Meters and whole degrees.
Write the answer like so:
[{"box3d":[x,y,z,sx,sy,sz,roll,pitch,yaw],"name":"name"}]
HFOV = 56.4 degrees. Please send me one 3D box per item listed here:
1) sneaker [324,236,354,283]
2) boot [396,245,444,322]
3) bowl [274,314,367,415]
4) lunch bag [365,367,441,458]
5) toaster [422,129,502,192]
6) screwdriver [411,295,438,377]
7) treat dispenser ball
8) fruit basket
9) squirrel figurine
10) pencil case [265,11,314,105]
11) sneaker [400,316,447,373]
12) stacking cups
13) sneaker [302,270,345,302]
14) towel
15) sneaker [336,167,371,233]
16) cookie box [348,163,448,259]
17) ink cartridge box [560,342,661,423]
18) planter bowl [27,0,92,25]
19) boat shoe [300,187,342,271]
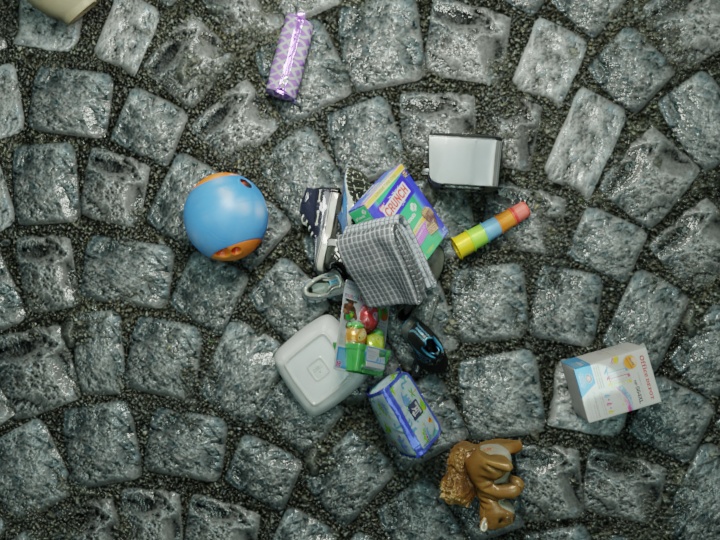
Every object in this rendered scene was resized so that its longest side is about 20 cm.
[{"box3d":[0.000,0.000,1.575,0.196,0.067,0.093,22,71,-7],"name":"sneaker"},{"box3d":[0.146,0.031,1.584,0.066,0.131,0.204,27,91,2],"name":"boot"},{"box3d":[-0.097,0.233,1.626,0.198,0.075,0.202,-36,89,1],"name":"bowl"},{"box3d":[0.096,0.330,1.551,0.126,0.200,0.172,-32,87,3],"name":"lunch bag"},{"box3d":[0.242,-0.250,1.558,0.194,0.181,0.123,4,93,4],"name":"toaster"},{"box3d":[0.160,0.160,1.638,0.027,0.029,0.206,16,87,3],"name":"screwdriver"},{"box3d":[-0.314,-0.125,1.575,0.194,0.201,0.208,0,90,3],"name":"treat dispenser ball"},{"box3d":[0.014,0.140,1.562,0.092,0.183,0.206,6,80,40],"name":"fruit basket"},{"box3d":[0.288,0.510,1.590,0.194,0.141,0.193,2,100,17],"name":"squirrel figurine"},{"box3d":[-0.172,-0.513,1.628,0.082,0.085,0.206,14,90,1],"name":"pencil case"},{"box3d":[0.161,0.192,1.562,0.073,0.201,0.082,-47,44,-7],"name":"sneaker"},{"box3d":[0.313,-0.102,1.618,0.197,0.061,0.062,-31,88,-2],"name":"stacking cups"},{"box3d":[-0.050,0.029,1.618,0.195,0.087,0.077,-22,86,1],"name":"sneaker"},{"box3d":[0.053,-0.010,1.465,0.162,0.086,0.203,-11,116,36],"name":"towel"},{"box3d":[-0.025,-0.153,1.612,0.077,0.089,0.206,16,62,-31],"name":"sneaker"},{"box3d":[0.090,-0.111,1.552,0.201,0.075,0.172,52,54,-14],"name":"cookie box"},{"box3d":[0.590,0.253,1.561,0.195,0.125,0.132,-17,89,4],"name":"ink cartridge box"},{"box3d":[-0.708,-0.683,1.619,0.198,0.201,0.136,-37,115,3],"name":"planter bowl"},{"box3d":[-0.107,-0.106,1.635,0.090,0.075,0.206,11,84,11],"name":"boat shoe"}]
